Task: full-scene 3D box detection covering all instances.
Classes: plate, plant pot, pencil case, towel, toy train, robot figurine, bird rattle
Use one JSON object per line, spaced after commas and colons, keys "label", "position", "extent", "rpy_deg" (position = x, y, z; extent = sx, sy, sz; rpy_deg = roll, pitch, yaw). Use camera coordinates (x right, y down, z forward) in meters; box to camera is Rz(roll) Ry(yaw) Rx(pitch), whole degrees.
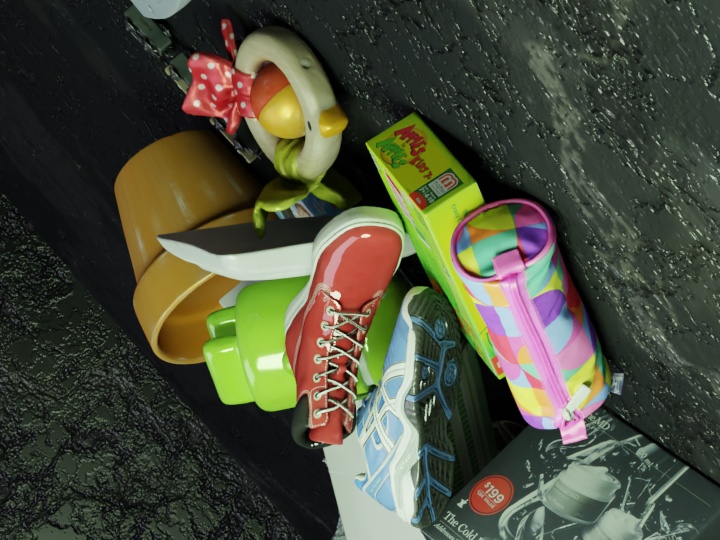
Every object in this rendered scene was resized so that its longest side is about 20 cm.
{"label": "plate", "position": [-0.056, -0.020, 1.609], "extent": [0.199, 0.198, 0.033], "rpy_deg": [-164, 69, -67]}
{"label": "plant pot", "position": [-0.162, -0.036, 1.925], "extent": [0.184, 0.199, 0.200], "rpy_deg": [59, 171, 23]}
{"label": "pencil case", "position": [0.131, 0.037, 1.389], "extent": [0.088, 0.088, 0.201], "rpy_deg": [35, 161, 44]}
{"label": "towel", "position": [0.081, 0.153, 1.648], "extent": [0.200, 0.023, 0.154], "rpy_deg": [-42, -60, -67]}
{"label": "toy train", "position": [-0.159, -0.180, 1.814], "extent": [0.200, 0.034, 0.046], "rpy_deg": [47, 170, 8]}
{"label": "robot figurine", "position": [-0.038, 0.059, 1.676], "extent": [0.176, 0.198, 0.116], "rpy_deg": [-88, -15, -57]}
{"label": "bird rattle", "position": [-0.064, -0.138, 1.564], "extent": [0.201, 0.112, 0.163], "rpy_deg": [66, 152, 18]}

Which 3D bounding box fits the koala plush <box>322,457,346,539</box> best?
{"label": "koala plush", "position": [0.037, 0.249, 2.081], "extent": [0.176, 0.185, 0.200], "rpy_deg": [16, -157, -13]}

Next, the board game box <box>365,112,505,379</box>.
{"label": "board game box", "position": [0.076, -0.017, 1.447], "extent": [0.102, 0.047, 0.201], "rpy_deg": [54, 173, 45]}

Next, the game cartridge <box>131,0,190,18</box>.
{"label": "game cartridge", "position": [-0.193, -0.286, 1.630], "extent": [0.133, 0.042, 0.200], "rpy_deg": [47, 167, -8]}

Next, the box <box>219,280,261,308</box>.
{"label": "box", "position": [-0.040, 0.073, 1.877], "extent": [0.125, 0.097, 0.200], "rpy_deg": [51, -178, 27]}

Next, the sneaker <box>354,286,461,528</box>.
{"label": "sneaker", "position": [0.032, 0.107, 1.498], "extent": [0.077, 0.076, 0.202], "rpy_deg": [17, 112, 32]}

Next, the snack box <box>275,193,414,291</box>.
{"label": "snack box", "position": [0.000, 0.000, 1.792], "extent": [0.200, 0.037, 0.116], "rpy_deg": [51, 166, -6]}

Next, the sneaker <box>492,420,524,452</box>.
{"label": "sneaker", "position": [0.166, 0.224, 1.814], "extent": [0.201, 0.077, 0.085], "rpy_deg": [57, 173, -23]}

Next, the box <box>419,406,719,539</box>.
{"label": "box", "position": [0.185, 0.225, 1.516], "extent": [0.200, 0.182, 0.104], "rpy_deg": [34, 159, 45]}

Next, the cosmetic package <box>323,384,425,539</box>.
{"label": "cosmetic package", "position": [0.038, 0.199, 1.711], "extent": [0.106, 0.090, 0.202], "rpy_deg": [-3, 101, 41]}

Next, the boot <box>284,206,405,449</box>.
{"label": "boot", "position": [-0.011, 0.054, 1.481], "extent": [0.200, 0.072, 0.145], "rpy_deg": [117, 156, -50]}
